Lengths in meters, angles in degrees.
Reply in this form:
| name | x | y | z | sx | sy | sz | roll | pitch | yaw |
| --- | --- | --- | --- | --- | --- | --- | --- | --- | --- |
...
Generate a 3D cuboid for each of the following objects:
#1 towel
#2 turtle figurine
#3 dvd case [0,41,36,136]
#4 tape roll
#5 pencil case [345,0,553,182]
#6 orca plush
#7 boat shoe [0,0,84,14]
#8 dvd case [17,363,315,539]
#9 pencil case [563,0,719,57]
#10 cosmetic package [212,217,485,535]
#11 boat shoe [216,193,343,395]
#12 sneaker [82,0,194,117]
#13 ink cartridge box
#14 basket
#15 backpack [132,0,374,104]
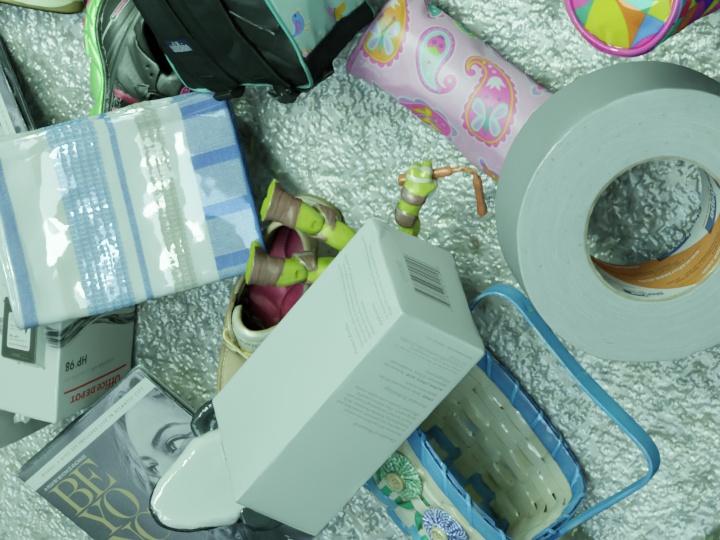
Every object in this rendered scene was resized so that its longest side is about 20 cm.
| name | x | y | z | sx | sy | sz | roll | pitch | yaw |
| --- | --- | --- | --- | --- | --- | --- | --- | --- | --- |
| towel | -0.178 | -0.047 | 1.670 | 0.199 | 0.024 | 0.147 | -14 | 89 | -4 |
| turtle figurine | 0.000 | 0.000 | 1.650 | 0.161 | 0.064 | 0.200 | 12 | 129 | -8 |
| dvd case | -0.322 | -0.071 | 1.778 | 0.200 | 0.016 | 0.149 | -54 | 38 | 23 |
| tape roll | 0.196 | -0.039 | 1.549 | 0.200 | 0.066 | 0.201 | -3 | 112 | -9 |
| pencil case | 0.086 | -0.123 | 1.620 | 0.200 | 0.087 | 0.088 | 39 | 113 | 11 |
| orca plush | -0.074 | 0.132 | 1.724 | 0.105 | 0.071 | 0.200 | 41 | 79 | 3 |
| boat shoe | -0.307 | -0.246 | 1.737 | 0.200 | 0.072 | 0.066 | 12 | 94 | -8 |
| dvd case | -0.149 | 0.180 | 1.782 | 0.200 | 0.016 | 0.149 | 42 | 116 | -16 |
| pencil case | 0.204 | -0.202 | 1.494 | 0.088 | 0.200 | 0.089 | 10 | 114 | 24 |
| cosmetic package | -0.012 | 0.076 | 1.593 | 0.081 | 0.113 | 0.200 | 25 | 121 | -30 |
| boat shoe | -0.075 | 0.038 | 1.728 | 0.074 | 0.069 | 0.200 | 23 | 110 | 16 |
| sneaker | -0.158 | -0.125 | 1.722 | 0.084 | 0.077 | 0.201 | -4 | 102 | 27 |
| ink cartridge box | -0.231 | 0.043 | 1.767 | 0.067 | 0.116 | 0.201 | 12 | 107 | 23 |
| basket | 0.100 | 0.126 | 1.639 | 0.176 | 0.139 | 0.200 | 49 | 123 | 5 |
| backpack | -0.094 | -0.235 | 1.590 | 0.176 | 0.153 | 0.200 | 9 | 147 | 52 |
